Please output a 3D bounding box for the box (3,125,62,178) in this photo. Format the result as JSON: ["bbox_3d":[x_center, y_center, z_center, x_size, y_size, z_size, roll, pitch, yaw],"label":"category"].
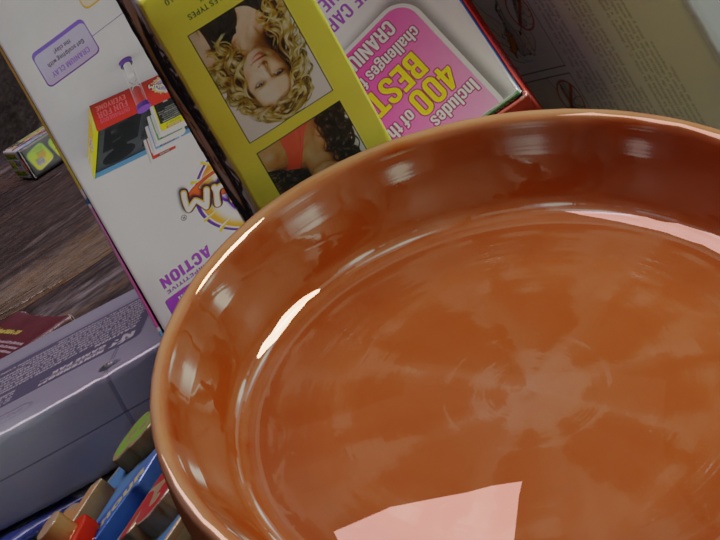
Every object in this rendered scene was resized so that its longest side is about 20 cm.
[{"bbox_3d":[-0.282,-0.166,2.571,0.199,0.035,0.110,-34,12,-13],"label":"box"}]

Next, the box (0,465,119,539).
[{"bbox_3d":[-0.125,0.098,0.960,0.122,0.048,0.200,-34,12,-4],"label":"box"}]

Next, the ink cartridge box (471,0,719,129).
[{"bbox_3d":[0.082,-0.099,0.856,0.043,0.201,0.173,-36,12,-18],"label":"ink cartridge box"}]

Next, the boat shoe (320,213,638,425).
[{"bbox_3d":[0.021,0.051,0.713,0.200,0.069,0.084,-37,12,-22],"label":"boat shoe"}]

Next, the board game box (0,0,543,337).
[{"bbox_3d":[-0.047,-0.089,0.856,0.153,0.201,0.040,-35,-22,9],"label":"board game box"}]

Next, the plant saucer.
[{"bbox_3d":[0.044,0.028,0.643,0.199,0.032,0.201,-8,40,7],"label":"plant saucer"}]

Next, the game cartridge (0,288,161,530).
[{"bbox_3d":[-0.131,0.061,0.922,0.199,0.041,0.133,-27,9,10],"label":"game cartridge"}]

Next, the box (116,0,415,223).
[{"bbox_3d":[-0.011,-0.023,0.754,0.050,0.201,0.075,-32,26,-4],"label":"box"}]

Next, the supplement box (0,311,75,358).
[{"bbox_3d":[-0.219,0.099,1.178,0.200,0.061,0.109,-36,13,-17],"label":"supplement box"}]

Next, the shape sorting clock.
[{"bbox_3d":[-0.083,0.091,0.758,0.200,0.039,0.200,-47,12,13],"label":"shape sorting clock"}]
